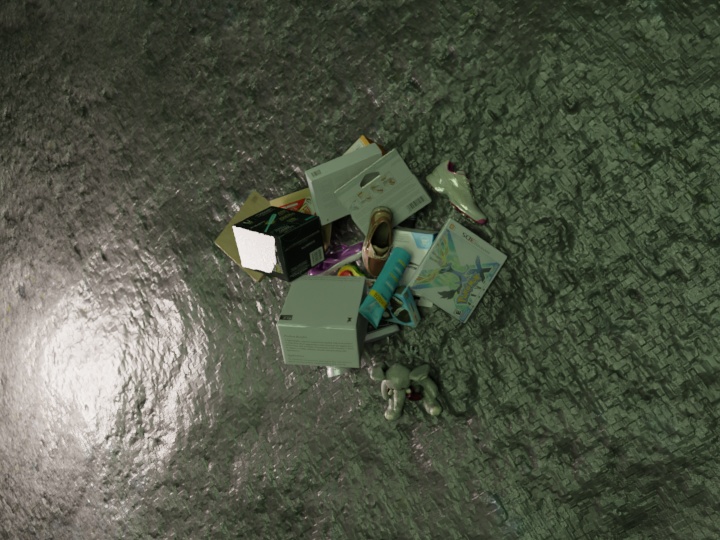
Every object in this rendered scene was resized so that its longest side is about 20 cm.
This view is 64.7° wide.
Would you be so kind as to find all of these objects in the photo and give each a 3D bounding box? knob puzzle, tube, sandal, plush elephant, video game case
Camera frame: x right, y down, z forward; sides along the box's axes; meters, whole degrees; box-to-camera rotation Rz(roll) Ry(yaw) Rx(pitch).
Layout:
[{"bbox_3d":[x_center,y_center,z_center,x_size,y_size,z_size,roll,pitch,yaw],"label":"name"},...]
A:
[{"bbox_3d":[-0.152,-0.121,1.588,0.215,0.030,0.225,13,114,29],"label":"knob puzzle"},{"bbox_3d":[0.061,0.037,1.393,0.050,0.077,0.202,-2,52,51],"label":"tube"},{"bbox_3d":[-0.068,-0.044,1.597,0.199,0.083,0.050,-24,120,18],"label":"sandal"},{"bbox_3d":[0.111,0.296,1.458,0.161,0.154,0.206,-5,87,25],"label":"plush elephant"},{"bbox_3d":[0.242,0.001,1.425,0.180,0.022,0.202,31,98,-8],"label":"video game case"}]

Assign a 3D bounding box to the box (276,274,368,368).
[{"bbox_3d":[-0.086,0.123,1.418,0.194,0.202,0.133,2,127,9],"label":"box"}]

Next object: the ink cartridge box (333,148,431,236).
[{"bbox_3d":[0.055,-0.193,1.448,0.198,0.044,0.174,-32,116,17],"label":"ink cartridge box"}]

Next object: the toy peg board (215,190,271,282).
[{"bbox_3d":[-0.297,-0.094,1.718,0.199,0.098,0.200,38,89,20],"label":"toy peg board"}]

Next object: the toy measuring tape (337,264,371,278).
[{"bbox_3d":[0.000,0.000,1.573,0.198,0.073,0.075,-34,75,19],"label":"toy measuring tape"}]

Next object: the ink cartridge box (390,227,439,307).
[{"bbox_3d":[0.138,-0.003,1.483,0.113,0.067,0.206,7,101,20],"label":"ink cartridge box"}]

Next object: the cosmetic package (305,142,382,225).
[{"bbox_3d":[-0.032,-0.220,1.458,0.196,0.153,0.052,-24,47,-10],"label":"cosmetic package"}]

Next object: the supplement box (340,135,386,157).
[{"bbox_3d":[-0.020,-0.263,1.558,0.199,0.125,0.074,-42,74,19],"label":"supplement box"}]

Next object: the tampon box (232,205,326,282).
[{"bbox_3d":[-0.214,-0.075,1.509,0.197,0.149,0.129,16,125,40],"label":"tampon box"}]

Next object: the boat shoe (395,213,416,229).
[{"bbox_3d":[0.053,-0.146,1.550,0.194,0.074,0.070,12,100,10],"label":"boat shoe"}]

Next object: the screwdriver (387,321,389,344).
[{"bbox_3d":[0.073,0.101,1.555,0.027,0.029,0.206,0,88,25],"label":"screwdriver"}]

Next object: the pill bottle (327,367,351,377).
[{"bbox_3d":[-0.080,0.189,1.580,0.109,0.110,0.205,-19,81,23],"label":"pill bottle"}]

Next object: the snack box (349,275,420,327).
[{"bbox_3d":[0.056,0.080,1.497,0.197,0.037,0.118,9,136,39],"label":"snack box"}]

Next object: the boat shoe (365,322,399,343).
[{"bbox_3d":[0.006,0.160,1.519,0.195,0.070,0.068,-15,77,-7],"label":"boat shoe"}]

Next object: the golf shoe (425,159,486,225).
[{"bbox_3d":[0.257,-0.201,1.453,0.200,0.075,0.092,46,103,19],"label":"golf shoe"}]

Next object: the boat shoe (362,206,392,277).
[{"bbox_3d":[0.044,-0.063,1.461,0.074,0.072,0.204,0,124,-4],"label":"boat shoe"}]
